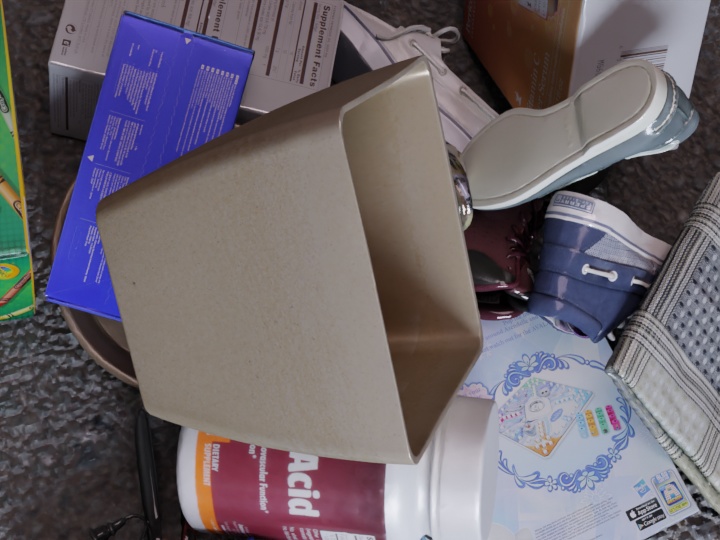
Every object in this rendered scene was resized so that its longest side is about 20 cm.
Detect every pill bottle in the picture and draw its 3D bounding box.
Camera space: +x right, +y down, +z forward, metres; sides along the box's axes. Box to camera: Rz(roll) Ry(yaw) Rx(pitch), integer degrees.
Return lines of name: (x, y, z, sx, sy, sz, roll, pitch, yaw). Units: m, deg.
pill bottle: (-0.012, 0.126, 0.918, 0.198, 0.114, 0.115, 3, 66, 12)

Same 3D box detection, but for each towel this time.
towel: (0.280, 0.063, 1.028, 0.200, 0.034, 0.193, 48, 63, -26)

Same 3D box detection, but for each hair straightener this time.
hair straightener: (-0.149, 0.192, 0.942, 0.076, 0.041, 0.202, 2, 73, -11)

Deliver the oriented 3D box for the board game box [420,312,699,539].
board game box: (0.113, 0.129, 1.011, 0.198, 0.043, 0.200, -21, 73, -18)

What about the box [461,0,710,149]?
box: (0.165, -0.201, 1.056, 0.105, 0.153, 0.201, -10, 41, -15)

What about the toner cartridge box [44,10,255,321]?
toner cartridge box: (-0.144, -0.066, 0.948, 0.094, 0.043, 0.202, 16, 93, -8)

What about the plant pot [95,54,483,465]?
plant pot: (-0.044, -0.005, 0.849, 0.175, 0.200, 0.202, -7, 105, 20)

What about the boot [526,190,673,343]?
boot: (0.183, 0.013, 1.024, 0.072, 0.199, 0.091, 15, 84, 40)

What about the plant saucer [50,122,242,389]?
plant saucer: (-0.121, -0.010, 0.995, 0.198, 0.029, 0.202, 0, 91, -6)

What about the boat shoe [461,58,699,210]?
boat shoe: (0.146, -0.083, 0.965, 0.061, 0.199, 0.074, 19, 61, -35)

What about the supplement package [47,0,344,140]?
supplement package: (-0.123, -0.152, 1.038, 0.198, 0.114, 0.111, 13, 67, -8)

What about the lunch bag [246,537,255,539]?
lunch bag: (-0.082, 0.293, 0.860, 0.169, 0.128, 0.201, -30, 77, -21)

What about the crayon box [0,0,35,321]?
crayon box: (-0.268, -0.077, 0.976, 0.058, 0.119, 0.202, -6, 69, -14)

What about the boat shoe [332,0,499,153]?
boat shoe: (0.044, -0.161, 1.097, 0.202, 0.075, 0.086, 42, 67, 5)

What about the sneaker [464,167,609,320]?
sneaker: (0.124, -0.020, 1.038, 0.199, 0.076, 0.116, -28, 48, -11)

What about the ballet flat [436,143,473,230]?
ballet flat: (0.036, -0.071, 1.007, 0.071, 0.200, 0.073, -6, 101, -31)
